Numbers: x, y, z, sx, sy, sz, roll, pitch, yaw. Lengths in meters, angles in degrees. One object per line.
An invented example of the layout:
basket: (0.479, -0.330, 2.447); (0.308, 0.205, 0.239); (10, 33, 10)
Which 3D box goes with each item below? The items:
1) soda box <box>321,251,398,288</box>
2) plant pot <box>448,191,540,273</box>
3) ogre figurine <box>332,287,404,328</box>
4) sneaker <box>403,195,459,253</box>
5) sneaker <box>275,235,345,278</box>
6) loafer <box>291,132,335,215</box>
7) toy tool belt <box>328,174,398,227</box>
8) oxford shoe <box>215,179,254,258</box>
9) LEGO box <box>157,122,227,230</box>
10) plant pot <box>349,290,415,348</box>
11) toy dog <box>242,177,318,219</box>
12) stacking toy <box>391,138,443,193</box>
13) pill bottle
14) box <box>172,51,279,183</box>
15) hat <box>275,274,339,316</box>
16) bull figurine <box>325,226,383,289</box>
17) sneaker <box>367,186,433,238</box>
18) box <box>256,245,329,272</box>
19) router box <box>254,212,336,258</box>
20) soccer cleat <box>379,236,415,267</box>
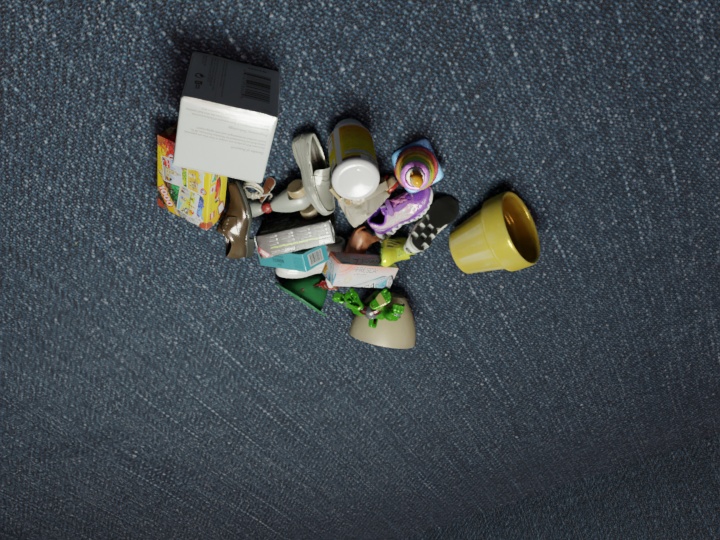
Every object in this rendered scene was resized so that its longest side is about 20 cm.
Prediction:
soda box: (0.000, 0.000, 1.727); (0.198, 0.064, 0.069); (4, 120, -39)
plant pot: (0.347, -0.082, 1.759); (0.188, 0.203, 0.200); (-23, 135, 37)
ogre figurine: (0.030, 0.101, 1.812); (0.198, 0.099, 0.120); (-10, 157, 12)
sneaker: (0.178, -0.120, 1.735); (0.074, 0.200, 0.088); (49, 155, -6)
sneaker: (-0.136, -0.047, 1.802); (0.198, 0.074, 0.116); (-9, 134, -13)
loafer: (-0.102, -0.229, 1.574); (0.069, 0.070, 0.202); (-5, 113, 43)
toy tool belt: (0.008, -0.207, 1.614); (0.123, 0.200, 0.125); (48, 137, -8)
oxford shoe: (-0.306, -0.119, 1.594); (0.084, 0.073, 0.202); (-10, 115, -24)
LEGO box: (-0.393, -0.219, 1.548); (0.148, 0.077, 0.201); (26, 133, 12)
plant pot: (0.074, 0.135, 1.941); (0.198, 0.200, 0.136); (8, 98, -15)
toy dog: (-0.195, -0.188, 1.659); (0.197, 0.097, 0.133); (8, 137, 5)
stacking toy: (0.132, -0.227, 1.562); (0.109, 0.200, 0.117); (-24, 107, 13)
pill bottle: (-0.019, -0.261, 1.515); (0.108, 0.201, 0.110); (-4, 135, -4)
box: (-0.284, -0.328, 1.416); (0.198, 0.200, 0.172); (9, 132, -14)
hat: (-0.117, 0.016, 1.878); (0.199, 0.165, 0.177); (36, 85, -35)
bull figurine: (-0.017, -0.027, 1.793); (0.121, 0.065, 0.201); (3, 122, -51)
sneaker: (0.095, -0.160, 1.702); (0.199, 0.081, 0.088); (-36, 144, 25)
box: (-0.177, -0.042, 1.707); (0.082, 0.199, 0.050); (-29, 115, -38)
router box: (-0.161, -0.099, 1.682); (0.197, 0.150, 0.063); (-12, 110, 4)
soccer cleat: (0.100, -0.052, 1.750); (0.083, 0.200, 0.066); (8, 104, 14)
